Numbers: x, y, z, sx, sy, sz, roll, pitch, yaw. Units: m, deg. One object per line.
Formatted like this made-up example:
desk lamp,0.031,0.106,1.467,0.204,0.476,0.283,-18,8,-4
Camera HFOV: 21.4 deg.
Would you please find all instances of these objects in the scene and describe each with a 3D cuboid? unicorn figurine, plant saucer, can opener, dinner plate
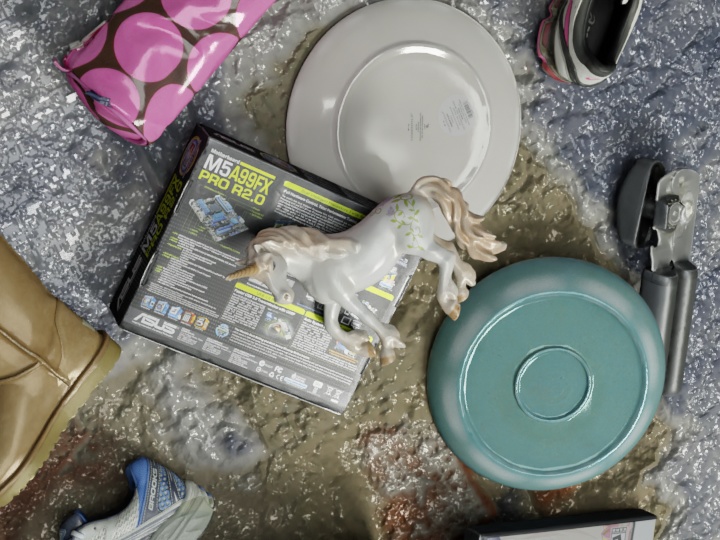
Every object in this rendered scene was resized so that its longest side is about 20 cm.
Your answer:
unicorn figurine,0.000,0.000,1.413,0.200,0.074,0.138,-39,106,-18
plant saucer,0.153,0.089,1.545,0.198,0.027,0.202,-2,106,-6
can opener,0.242,0.007,1.582,0.053,0.067,0.202,-13,116,-41
dinner plate,0.039,-0.111,1.490,0.199,0.024,0.202,-5,102,-21

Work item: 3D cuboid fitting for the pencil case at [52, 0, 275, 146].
pencil case,-0.127,-0.189,1.379,0.094,0.091,0.200,42,82,-9

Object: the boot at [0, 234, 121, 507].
boot,-0.295,0.054,1.375,0.200,0.066,0.176,42,72,-23

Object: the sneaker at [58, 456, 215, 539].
sneaker,-0.204,0.226,1.444,0.085,0.077,0.200,42,77,-13

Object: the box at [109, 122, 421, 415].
box,-0.067,0.002,1.448,0.199,0.044,0.161,22,100,-23

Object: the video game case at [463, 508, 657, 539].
video game case,0.159,0.295,1.588,0.199,0.025,0.182,0,101,-36

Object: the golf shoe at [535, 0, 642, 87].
golf shoe,0.200,-0.241,1.489,0.072,0.092,0.202,10,96,-21
